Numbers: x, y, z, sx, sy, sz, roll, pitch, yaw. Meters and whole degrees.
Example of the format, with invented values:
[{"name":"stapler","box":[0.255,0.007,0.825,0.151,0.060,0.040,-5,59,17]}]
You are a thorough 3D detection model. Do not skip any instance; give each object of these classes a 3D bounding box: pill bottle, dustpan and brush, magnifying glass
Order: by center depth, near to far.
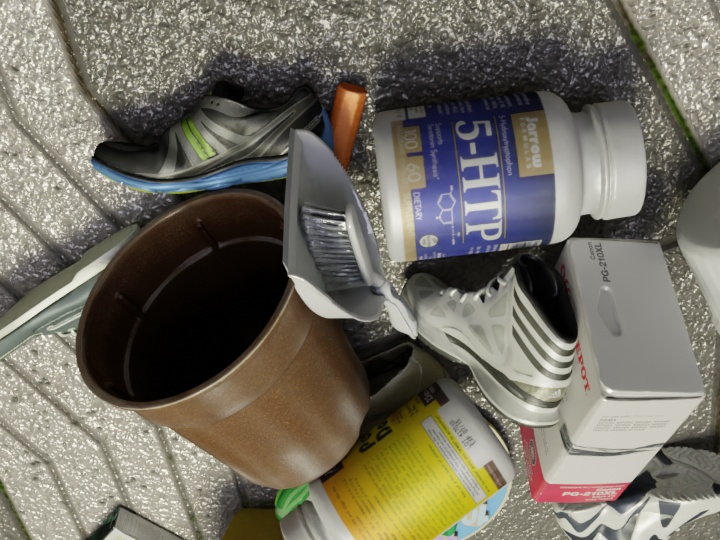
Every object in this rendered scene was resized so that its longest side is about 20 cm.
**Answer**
[{"name":"dustpan and brush","box":[0.000,0.000,0.648,0.056,0.141,0.201,-9,142,11]},{"name":"pill bottle","box":[0.113,-0.077,0.663,0.197,0.120,0.121,-7,121,3]},{"name":"magnifying glass","box":[-0.030,-0.063,0.727,0.079,0.022,0.202,12,119,-7]},{"name":"pill bottle","box":[0.030,0.193,0.742,0.199,0.109,0.110,-36,117,-2]}]

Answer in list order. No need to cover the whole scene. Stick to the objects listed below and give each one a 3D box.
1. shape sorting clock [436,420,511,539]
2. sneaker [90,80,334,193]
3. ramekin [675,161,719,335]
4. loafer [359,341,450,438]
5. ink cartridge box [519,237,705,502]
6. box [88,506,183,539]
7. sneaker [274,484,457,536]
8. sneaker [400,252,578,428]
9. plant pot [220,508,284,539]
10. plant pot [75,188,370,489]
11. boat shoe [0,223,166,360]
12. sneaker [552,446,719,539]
[{"name":"shape sorting clock","box":[0.062,0.222,0.887,0.197,0.039,0.202,-1,121,-1]},{"name":"sneaker","box":[-0.120,-0.108,0.681,0.197,0.071,0.084,-9,97,8]},{"name":"ramekin","box":[0.347,-0.036,0.651,0.199,0.201,0.098,-34,109,18]},{"name":"loafer","box":[-0.013,0.123,0.811,0.198,0.076,0.069,-25,118,3]},{"name":"ink cartridge box","box":[0.197,0.089,0.709,0.083,0.146,0.201,1,144,-6]},{"name":"box","box":[-0.274,0.372,0.975,0.144,0.036,0.200,36,113,-20]},{"name":"sneaker","box":[0.006,0.230,0.830,0.197,0.084,0.075,-6,114,12]},{"name":"sneaker","box":[0.111,0.026,0.696,0.075,0.200,0.117,0,118,-34]},{"name":"plant pot","box":[-0.073,0.363,0.872,0.197,0.200,0.179,-1,112,14]},{"name":"plant pot","box":[-0.096,0.072,0.705,0.198,0.202,0.199,-21,137,12]},{"name":"boat shoe","box":[-0.261,0.036,0.753,0.199,0.073,0.062,-33,113,12]},{"name":"sneaker","box":[0.312,0.268,0.895,0.197,0.080,0.131,-16,121,9]}]
